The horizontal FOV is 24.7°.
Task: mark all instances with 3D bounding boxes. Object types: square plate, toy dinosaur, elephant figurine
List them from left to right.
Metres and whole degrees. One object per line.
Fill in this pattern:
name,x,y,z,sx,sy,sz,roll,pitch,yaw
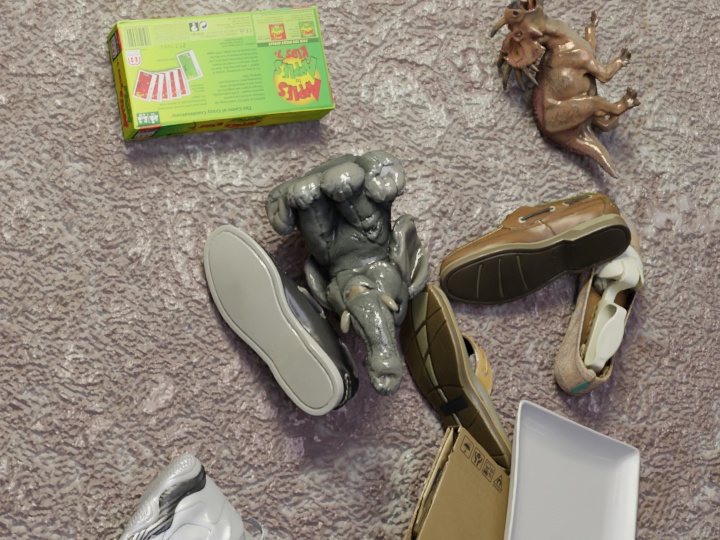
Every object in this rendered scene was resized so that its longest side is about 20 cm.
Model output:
elephant figurine,0.000,0.000,1.514,0.154,0.141,0.202,-28,101,-38
toy dinosaur,0.202,-0.186,1.664,0.134,0.086,0.202,-15,102,-12
square plate,0.197,0.245,1.570,0.199,0.028,0.200,25,66,-41

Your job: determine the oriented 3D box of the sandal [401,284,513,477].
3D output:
sandal,0.100,0.105,1.574,0.054,0.080,0.202,-29,93,-39

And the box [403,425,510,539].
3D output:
box,0.116,0.269,1.517,0.200,0.021,0.164,48,50,-30

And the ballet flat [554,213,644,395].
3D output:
ballet flat,0.252,0.031,1.646,0.067,0.067,0.202,22,73,-16

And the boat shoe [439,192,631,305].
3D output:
boat shoe,0.166,-0.024,1.629,0.198,0.072,0.068,-14,45,-11

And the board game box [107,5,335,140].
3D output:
board game box,-0.131,-0.187,1.550,0.198,0.048,0.103,-8,84,-22

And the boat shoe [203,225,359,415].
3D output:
boat shoe,-0.071,0.042,1.524,0.201,0.074,0.060,51,25,11

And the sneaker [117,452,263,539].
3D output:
sneaker,-0.171,0.269,1.436,0.115,0.075,0.201,39,66,-7
